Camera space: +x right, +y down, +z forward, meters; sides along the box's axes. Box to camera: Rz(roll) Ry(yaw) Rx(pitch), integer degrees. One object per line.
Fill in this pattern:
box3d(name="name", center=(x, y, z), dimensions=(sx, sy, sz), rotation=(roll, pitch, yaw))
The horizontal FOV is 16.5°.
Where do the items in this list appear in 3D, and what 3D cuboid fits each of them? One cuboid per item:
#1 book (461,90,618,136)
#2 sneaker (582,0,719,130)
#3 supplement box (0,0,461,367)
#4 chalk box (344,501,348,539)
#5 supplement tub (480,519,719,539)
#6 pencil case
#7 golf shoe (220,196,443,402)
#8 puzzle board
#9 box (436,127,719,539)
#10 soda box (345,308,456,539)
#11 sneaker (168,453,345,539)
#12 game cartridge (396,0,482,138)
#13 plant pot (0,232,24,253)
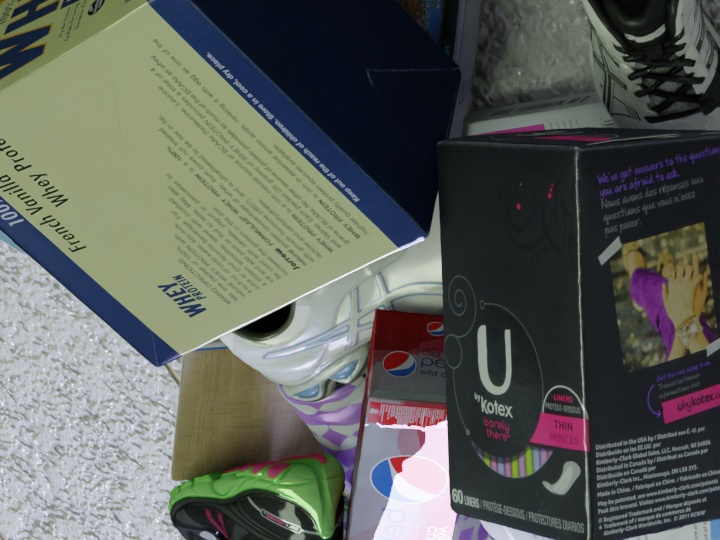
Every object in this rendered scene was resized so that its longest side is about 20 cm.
box3d(name="book", center=(0.104, -0.031, 1.436), dimensions=(0.200, 0.048, 0.134), rotation=(-5, 110, 44))
box3d(name="sneaker", center=(0.146, -0.123, 1.282), dimensions=(0.076, 0.088, 0.200), rotation=(-17, 110, 15))
box3d(name="supplement box", center=(-0.090, -0.086, 1.319), dimensions=(0.200, 0.134, 0.200), rotation=(-26, 123, 33))
box3d(name="chalk box", center=(-0.028, 0.248, 1.698), dimensions=(0.200, 0.124, 0.125), rotation=(33, 136, 21))
box3d(name="supplement tub", center=(0.176, 0.114, 1.405), dimensions=(0.200, 0.132, 0.132), rotation=(10, 124, 38))
box3d(name="pencil case", center=(0.012, 0.115, 1.565), dimensions=(0.085, 0.084, 0.200), rotation=(-1, 132, 34))
box3d(name="golf shoe", center=(0.000, 0.000, 1.421), dimensions=(0.200, 0.097, 0.078), rotation=(-42, 44, 25))
box3d(name="puzzle board", center=(-0.041, 0.052, 1.572), dimensions=(0.017, 0.150, 0.200), rotation=(-111, 23, -46))
box3d(name="box", center=(0.116, 0.029, 1.271), dimensions=(0.122, 0.106, 0.200), rotation=(6, 100, 56))
box3d(name="soda box", center=(0.028, 0.114, 1.448), dimensions=(0.063, 0.070, 0.200), rotation=(7, 138, -1))
box3d(name="sneaker", center=(-0.067, 0.165, 1.563), dimensions=(0.200, 0.077, 0.084), rotation=(157, 104, -67))
box3d(name="game cartridge", center=(0.020, -0.170, 1.397), dimensions=(0.130, 0.038, 0.200), rotation=(48, 145, 41))
box3d(name="plant pot", center=(-0.163, -0.085, 1.549), dimensions=(0.188, 0.200, 0.200), rotation=(45, 140, -6))
